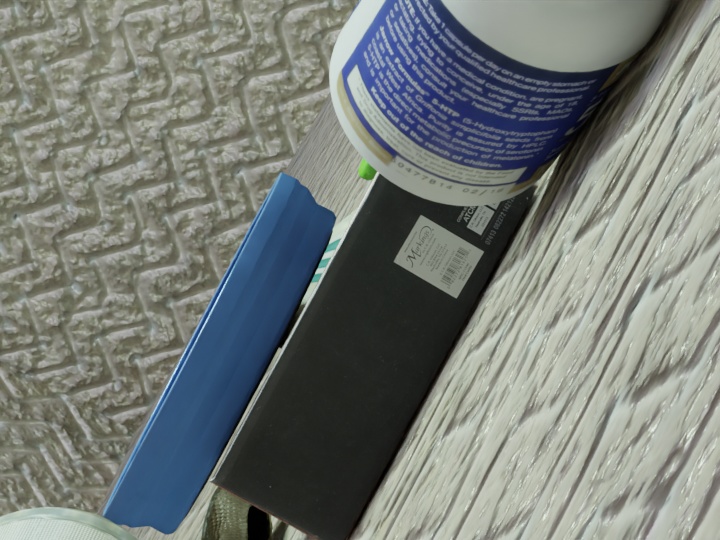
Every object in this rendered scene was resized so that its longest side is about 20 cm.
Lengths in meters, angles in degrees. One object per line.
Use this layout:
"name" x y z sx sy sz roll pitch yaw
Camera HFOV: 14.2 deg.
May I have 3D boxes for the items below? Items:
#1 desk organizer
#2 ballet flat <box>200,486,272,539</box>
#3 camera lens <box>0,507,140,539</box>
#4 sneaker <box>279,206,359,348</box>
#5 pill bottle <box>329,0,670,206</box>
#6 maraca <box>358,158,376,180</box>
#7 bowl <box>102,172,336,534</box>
"desk organizer" 0.006 0.028 1.415 0.200 0.072 0.077 -61 2 3
"ballet flat" -0.069 0.165 1.640 0.200 0.046 0.067 -57 -35 -79
"camera lens" -0.204 0.257 1.814 0.160 0.160 0.200 -59 5 29
"sneaker" 0.000 0.000 1.625 0.200 0.070 0.093 -71 4 -79
"pill bottle" 0.071 -0.124 1.284 0.120 0.120 0.200 -65 6 -33
"maraca" 0.049 -0.146 1.726 0.200 0.107 0.137 -61 5 18
"bowl" -0.070 0.046 1.489 0.201 0.039 0.201 -63 3 5
